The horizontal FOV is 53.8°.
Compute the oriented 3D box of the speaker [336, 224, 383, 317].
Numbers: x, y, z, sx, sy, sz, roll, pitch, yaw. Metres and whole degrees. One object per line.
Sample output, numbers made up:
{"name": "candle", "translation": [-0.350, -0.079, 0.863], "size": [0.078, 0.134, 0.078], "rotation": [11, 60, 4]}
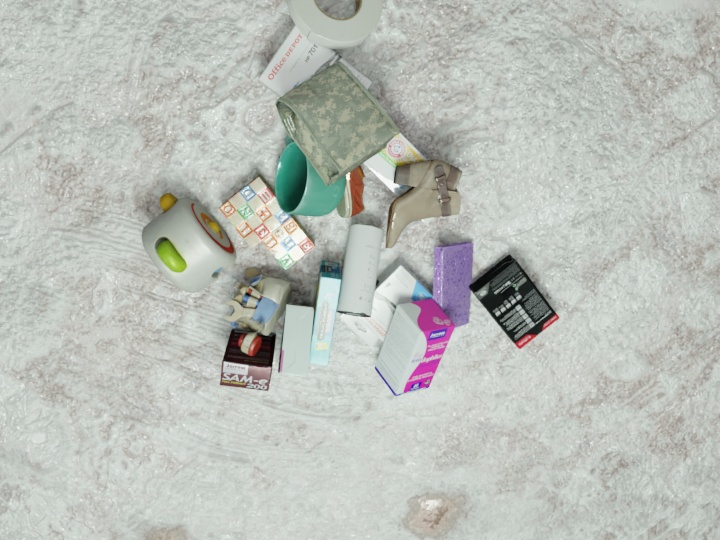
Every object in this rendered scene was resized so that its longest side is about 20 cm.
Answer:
{"name": "speaker", "translation": [0.000, 0.000, 1.586], "size": [0.081, 0.081, 0.200], "rotation": [9, 82, -6]}

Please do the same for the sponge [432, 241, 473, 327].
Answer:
{"name": "sponge", "translation": [0.213, 0.036, 1.639], "size": [0.111, 0.030, 0.200], "rotation": [-12, 108, -42]}

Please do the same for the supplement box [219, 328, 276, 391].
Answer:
{"name": "supplement box", "translation": [-0.249, 0.196, 1.590], "size": [0.109, 0.200, 0.061], "rotation": [8, 105, -6]}

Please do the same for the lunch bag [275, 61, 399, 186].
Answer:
{"name": "lunch bag", "translation": [-0.053, -0.298, 1.413], "size": [0.164, 0.118, 0.200], "rotation": [-37, 93, -20]}

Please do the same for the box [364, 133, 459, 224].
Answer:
{"name": "box", "translation": [0.105, -0.211, 1.557], "size": [0.200, 0.113, 0.101], "rotation": [43, 99, -11]}

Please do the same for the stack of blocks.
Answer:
{"name": "stack of blocks", "translation": [-0.207, -0.101, 1.591], "size": [0.115, 0.059, 0.200], "rotation": [-37, 104, 6]}

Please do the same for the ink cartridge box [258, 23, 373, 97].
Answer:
{"name": "ink cartridge box", "translation": [-0.096, -0.403, 1.509], "size": [0.200, 0.086, 0.147], "rotation": [34, 99, -13]}

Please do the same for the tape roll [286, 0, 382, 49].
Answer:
{"name": "tape roll", "translation": [-0.053, -0.555, 1.455], "size": [0.202, 0.037, 0.203], "rotation": [3, 81, -19]}

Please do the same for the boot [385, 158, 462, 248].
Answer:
{"name": "boot", "translation": [0.135, -0.134, 1.486], "size": [0.146, 0.070, 0.200], "rotation": [7, 107, -5]}

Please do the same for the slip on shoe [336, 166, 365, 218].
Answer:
{"name": "slip on shoe", "translation": [-0.023, -0.218, 1.576], "size": [0.061, 0.074, 0.200], "rotation": [-10, 104, -29]}

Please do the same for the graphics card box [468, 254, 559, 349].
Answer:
{"name": "graphics card box", "translation": [0.361, 0.075, 1.666], "size": [0.125, 0.051, 0.200], "rotation": [-40, 113, 7]}

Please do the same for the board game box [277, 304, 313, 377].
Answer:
{"name": "board game box", "translation": [-0.144, 0.159, 1.568], "size": [0.064, 0.200, 0.148], "rotation": [7, 81, -5]}

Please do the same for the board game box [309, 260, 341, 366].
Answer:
{"name": "board game box", "translation": [-0.082, 0.093, 1.601], "size": [0.047, 0.151, 0.200], "rotation": [8, 103, -5]}

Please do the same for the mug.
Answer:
{"name": "mug", "translation": [-0.098, -0.208, 1.525], "size": [0.114, 0.152, 0.185], "rotation": [4, 96, -33]}

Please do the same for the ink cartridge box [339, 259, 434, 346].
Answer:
{"name": "ink cartridge box", "translation": [0.059, 0.087, 1.652], "size": [0.116, 0.067, 0.200], "rotation": [43, 97, -14]}

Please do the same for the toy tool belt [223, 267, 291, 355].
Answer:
{"name": "toy tool belt", "translation": [-0.245, 0.086, 1.579], "size": [0.123, 0.200, 0.125], "rotation": [23, 147, 10]}

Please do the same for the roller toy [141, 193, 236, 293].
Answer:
{"name": "roller toy", "translation": [-0.363, -0.059, 1.530], "size": [0.140, 0.200, 0.182], "rotation": [-37, 139, 6]}

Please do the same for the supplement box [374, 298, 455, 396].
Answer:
{"name": "supplement box", "translation": [0.121, 0.175, 1.613], "size": [0.101, 0.103, 0.200], "rotation": [-8, 131, -32]}
